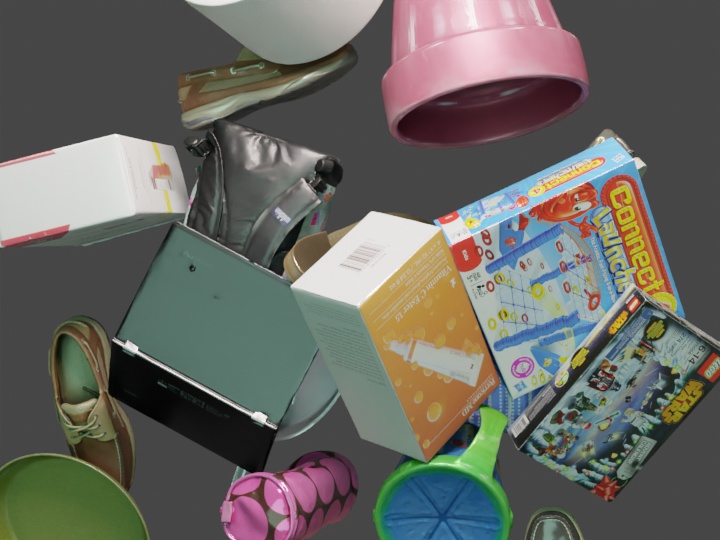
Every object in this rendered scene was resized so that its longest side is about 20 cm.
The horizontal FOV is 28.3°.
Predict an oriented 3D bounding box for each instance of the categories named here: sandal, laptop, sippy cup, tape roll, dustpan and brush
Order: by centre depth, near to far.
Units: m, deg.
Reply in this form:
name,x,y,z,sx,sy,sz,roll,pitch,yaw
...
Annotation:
name,x,y,z,sx,sy,sz,roll,pitch,yaw
tape roll,-0.083,-0.322,1.405,0.202,0.139,0.204,-11,68,29
laptop,-0.145,0.085,1.448,0.187,0.200,0.116,28,58,5
sippy cup,0.089,0.222,1.456,0.177,0.130,0.140,-23,108,18
sandal,-0.002,-0.005,1.463,0.070,0.211,0.078,-46,63,42
dustpan and brush,-0.098,0.152,1.522,0.139,0.057,0.201,19,97,6

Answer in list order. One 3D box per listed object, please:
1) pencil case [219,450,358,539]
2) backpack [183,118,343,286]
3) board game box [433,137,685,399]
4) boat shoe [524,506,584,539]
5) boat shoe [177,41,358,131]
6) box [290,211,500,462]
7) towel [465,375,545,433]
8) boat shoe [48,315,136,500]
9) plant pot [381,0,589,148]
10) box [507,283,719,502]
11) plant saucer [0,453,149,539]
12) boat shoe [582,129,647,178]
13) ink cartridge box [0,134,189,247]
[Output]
name,x,y,z,sx,sy,sz,roll,pitch,yaw
pencil case,-0.074,0.234,1.454,0.093,0.200,0.091,11,91,17
backpack,-0.107,-0.040,1.476,0.166,0.127,0.201,19,95,23
board game box,0.199,0.001,1.412,0.195,0.056,0.200,-25,120,1
boat shoe,0.204,0.351,1.490,0.071,0.066,0.202,0,94,9
boat shoe,-0.102,-0.207,1.491,0.199,0.076,0.072,-18,89,7
box,0.037,0.064,1.381,0.124,0.097,0.200,-44,128,-28
towel,0.108,0.102,1.508,0.199,0.024,0.145,-2,93,8
boat shoe,-0.299,0.151,1.544,0.075,0.074,0.201,-14,92,9
plant pot,0.112,-0.237,1.409,0.199,0.200,0.180,-11,77,9
box,0.262,0.127,1.438,0.137,0.040,0.200,30,106,-27
plant saucer,-0.315,0.280,1.552,0.199,0.031,0.201,6,114,14
boat shoe,0.198,-0.060,1.461,0.202,0.072,0.060,-41,75,11
ink cartridge box,-0.274,-0.078,1.461,0.145,0.200,0.084,-14,89,9
